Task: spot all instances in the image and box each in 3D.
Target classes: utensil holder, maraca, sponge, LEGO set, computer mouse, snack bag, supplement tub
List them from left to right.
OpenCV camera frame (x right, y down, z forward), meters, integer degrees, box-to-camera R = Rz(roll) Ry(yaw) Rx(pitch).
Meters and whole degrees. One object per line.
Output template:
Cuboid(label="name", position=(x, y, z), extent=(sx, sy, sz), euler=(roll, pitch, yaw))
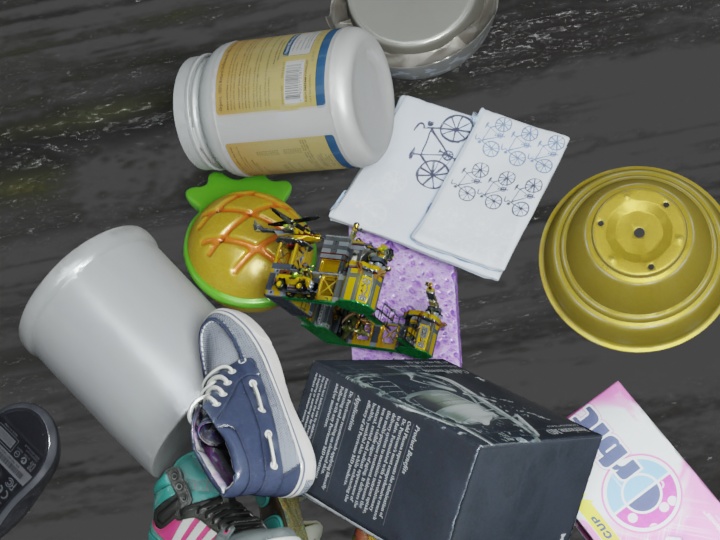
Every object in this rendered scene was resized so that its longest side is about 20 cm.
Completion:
Cuboid(label="computer mouse", position=(-0.380, 0.218, 1.416), extent=(0.200, 0.053, 0.139), euler=(-46, 72, 6))
Cuboid(label="utensil holder", position=(-0.213, 0.083, 1.366), extent=(0.170, 0.170, 0.200), euler=(-44, 72, -6))
Cuboid(label="maraca", position=(-0.117, -0.036, 1.425), extent=(0.137, 0.107, 0.200), euler=(-3, 46, -13))
Cuboid(label="supplement tub", position=(-0.079, -0.173, 1.429), extent=(0.200, 0.145, 0.145), euler=(-3, 71, 22))
Cuboid(label="LEGO set", position=(0.000, 0.000, 1.322), extent=(0.154, 0.200, 0.116), euler=(2, 70, 37))
Cuboid(label="sponge", position=(0.045, 0.033, 1.410), extent=(0.111, 0.030, 0.200), euler=(-5, 71, 8))
Cuboid(label="snack bag", position=(0.092, -0.097, 1.424), extent=(0.200, 0.021, 0.189), euler=(21, 63, 19))

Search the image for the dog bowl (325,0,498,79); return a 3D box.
Cuboid(label="dog bowl", position=(0.059, -0.300, 1.503), extent=(0.200, 0.059, 0.200), euler=(-3, 72, 8))

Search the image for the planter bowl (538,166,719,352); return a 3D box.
Cuboid(label="planter bowl", position=(0.276, -0.026, 1.360), extent=(0.200, 0.083, 0.201), euler=(-3, 71, 8))

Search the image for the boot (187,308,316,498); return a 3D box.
Cuboid(label="boot", position=(-0.115, 0.111, 1.205), extent=(0.073, 0.090, 0.200), euler=(-50, 54, 27))

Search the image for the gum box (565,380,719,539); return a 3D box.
Cuboid(label="gum box", position=(0.254, 0.212, 1.293), extent=(0.113, 0.066, 0.200), euler=(-36, 69, -5))

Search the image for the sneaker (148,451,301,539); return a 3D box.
Cuboid(label="sneaker", position=(-0.134, 0.231, 1.316), extent=(0.200, 0.084, 0.121), euler=(-17, 70, 40))

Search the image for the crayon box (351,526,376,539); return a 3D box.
Cuboid(label="crayon box", position=(0.062, 0.322, 1.296), extent=(0.172, 0.058, 0.200), euler=(17, 76, 15))

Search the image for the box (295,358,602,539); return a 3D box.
Cuboid(label="box", position=(0.072, 0.168, 1.229), extent=(0.197, 0.200, 0.124), euler=(26, 104, 38))

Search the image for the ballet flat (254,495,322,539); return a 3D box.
Cuboid(label="ballet flat", position=(-0.071, 0.237, 1.350), extent=(0.071, 0.071, 0.200), euler=(-14, 72, 5))
